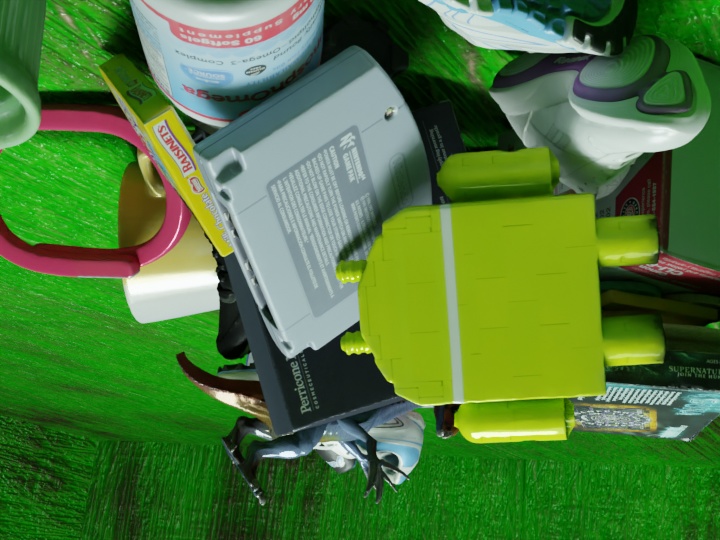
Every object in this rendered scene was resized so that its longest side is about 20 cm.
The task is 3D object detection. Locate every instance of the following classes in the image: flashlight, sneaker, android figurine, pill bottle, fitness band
[{"bbox_3d":[-0.053,-0.124,0.840,0.068,0.068,0.200,51,148,-10],"label":"flashlight"},{"bbox_3d":[0.157,-0.090,0.725,0.100,0.075,0.200,60,170,-20],"label":"sneaker"},{"bbox_3d":[0.083,0.018,0.722,0.199,0.183,0.041,-6,-175,9],"label":"android figurine"},{"bbox_3d":[-0.074,-0.148,0.669,0.108,0.109,0.200,7,165,-1],"label":"pill bottle"},{"bbox_3d":[-0.236,-0.068,0.982,0.199,0.144,0.037,3,-164,14],"label":"fitness band"},{"bbox_3d":[0.059,-0.159,0.652,0.200,0.075,0.087,19,166,-37],"label":"sneaker"},{"bbox_3d":[-0.104,-0.028,0.977,0.087,0.201,0.076,15,-176,-18],"label":"sneaker"},{"bbox_3d":[-0.032,0.127,0.995,0.200,0.073,0.072,23,160,-24],"label":"sneaker"}]

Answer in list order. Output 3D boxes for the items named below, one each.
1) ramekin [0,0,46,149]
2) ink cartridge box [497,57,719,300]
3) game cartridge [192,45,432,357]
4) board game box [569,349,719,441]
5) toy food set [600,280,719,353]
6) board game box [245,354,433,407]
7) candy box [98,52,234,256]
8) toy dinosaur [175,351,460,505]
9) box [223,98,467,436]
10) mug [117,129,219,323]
[{"bbox_3d":[-0.297,-0.158,0.746,0.199,0.098,0.200,6,165,2],"label":"ramekin"},{"bbox_3d":[0.207,-0.044,0.856,0.144,0.146,0.200,13,163,-25],"label":"ink cartridge box"},{"bbox_3d":[-0.018,-0.040,0.729,0.133,0.040,0.200,-31,143,-12],"label":"game cartridge"},{"bbox_3d":[0.185,0.089,0.834,0.135,0.028,0.200,4,164,6],"label":"board game box"},{"bbox_3d":[0.216,0.057,0.854,0.199,0.049,0.198,11,164,-17],"label":"toy food set"},{"bbox_3d":[0.011,0.085,1.042,0.134,0.045,0.200,22,159,-38],"label":"board game box"},{"bbox_3d":[-0.131,-0.085,0.803,0.026,0.102,0.200,-30,-154,-8],"label":"candy box"},{"bbox_3d":[-0.014,0.113,0.918,0.181,0.200,0.105,-31,-166,-12],"label":"toy dinosaur"},{"bbox_3d":[0.000,0.000,0.866,0.182,0.201,0.104,-15,174,-14],"label":"box"},{"bbox_3d":[-0.133,-0.032,1.063,0.153,0.150,0.187,-2,171,2],"label":"mug"}]
